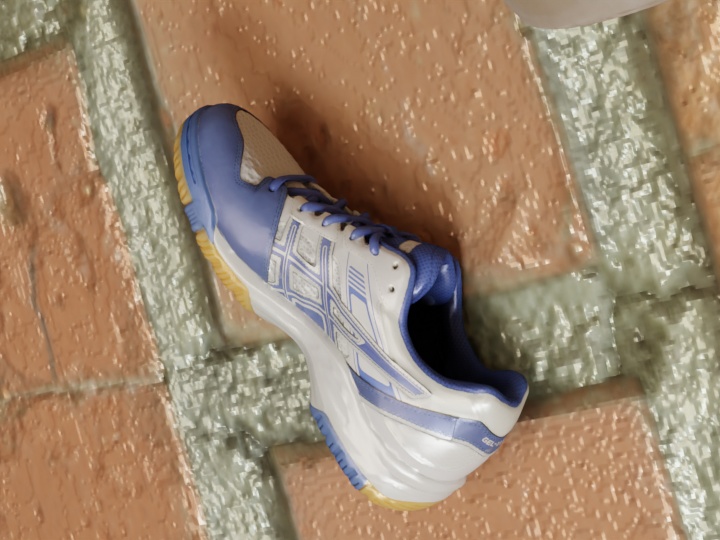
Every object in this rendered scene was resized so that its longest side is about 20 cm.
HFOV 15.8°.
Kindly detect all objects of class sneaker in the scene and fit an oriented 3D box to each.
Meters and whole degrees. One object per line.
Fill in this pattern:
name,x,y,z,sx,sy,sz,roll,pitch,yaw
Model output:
sneaker,0.000,0.000,1.110,0.088,0.075,0.200,-40,80,31

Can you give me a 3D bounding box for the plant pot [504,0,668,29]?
plant pot,0.077,-0.186,0.904,0.200,0.200,0.174,-6,113,45
